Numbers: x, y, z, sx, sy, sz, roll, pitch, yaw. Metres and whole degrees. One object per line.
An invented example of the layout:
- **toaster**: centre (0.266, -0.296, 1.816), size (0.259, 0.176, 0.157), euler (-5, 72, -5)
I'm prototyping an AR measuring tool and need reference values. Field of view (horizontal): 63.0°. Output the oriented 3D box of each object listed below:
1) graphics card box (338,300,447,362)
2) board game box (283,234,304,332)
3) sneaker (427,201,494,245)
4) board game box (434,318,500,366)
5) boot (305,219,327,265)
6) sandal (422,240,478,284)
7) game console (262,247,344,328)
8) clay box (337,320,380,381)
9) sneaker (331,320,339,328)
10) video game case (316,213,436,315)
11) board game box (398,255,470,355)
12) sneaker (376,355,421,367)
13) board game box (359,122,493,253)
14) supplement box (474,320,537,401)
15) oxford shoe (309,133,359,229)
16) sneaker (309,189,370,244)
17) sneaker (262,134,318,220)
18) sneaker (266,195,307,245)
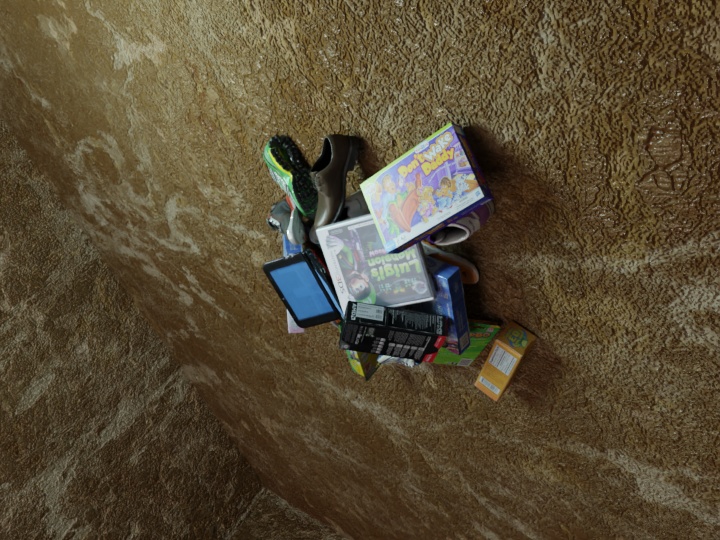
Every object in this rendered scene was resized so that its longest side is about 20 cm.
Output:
- **graphics card box**: centre (0.061, 0.122, 1.152), size (0.196, 0.052, 0.126), euler (8, 148, -4)
- **board game box**: centre (-0.164, 0.010, 1.440), size (0.201, 0.043, 0.201), euler (-104, 13, -53)
- **sneaker**: centre (0.129, -0.102, 1.063), size (0.199, 0.114, 0.073), euler (12, 138, 43)
- **board game box**: centre (0.225, 0.155, 1.280), size (0.094, 0.030, 0.201), euler (7, 149, -8)
- **boot**: centre (-0.088, -0.001, 1.414), size (0.164, 0.065, 0.202), euler (34, 127, 18)
- **sandal**: centre (0.141, -0.011, 1.202), size (0.205, 0.059, 0.080), euler (21, 141, 35)
- **game console**: centre (-0.104, 0.066, 1.276), size (0.202, 0.118, 0.172), euler (62, 172, -32)
- **clay box**: centre (0.013, 0.180, 1.517), size (0.047, 0.115, 0.202), euler (19, 139, 35)
- **sneaker**: centre (-0.045, 0.077, 1.504), size (0.201, 0.078, 0.111), euler (50, 143, -17)
- **video game case**: centre (0.028, -0.015, 1.111), size (0.197, 0.023, 0.184), euler (-12, 104, 27)
- **board game box**: centre (0.123, 0.053, 1.190), size (0.198, 0.043, 0.202), euler (24, 141, 42)
- **sneaker**: centre (0.106, 0.194, 1.373), size (0.085, 0.077, 0.200), euler (42, 149, -2)
- **board game box**: centre (0.106, -0.133, 0.989), size (0.199, 0.045, 0.136), euler (-30, 74, 31)
- **supplement box**: centre (0.303, 0.194, 1.241), size (0.068, 0.066, 0.201), euler (36, 147, 19)
- **oxford shoe**: centre (-0.070, -0.171, 1.159), size (0.072, 0.083, 0.203), euler (33, 116, 51)
- **sneaker**: centre (-0.057, -0.112, 1.260), size (0.199, 0.087, 0.075), euler (-34, 82, 45)
- **sneaker**: centre (-0.147, -0.204, 1.320), size (0.202, 0.078, 0.085), euler (60, 153, -6)
- **sneaker**: centre (-0.173, -0.106, 1.346), size (0.201, 0.081, 0.078), euler (-105, -5, -62)
